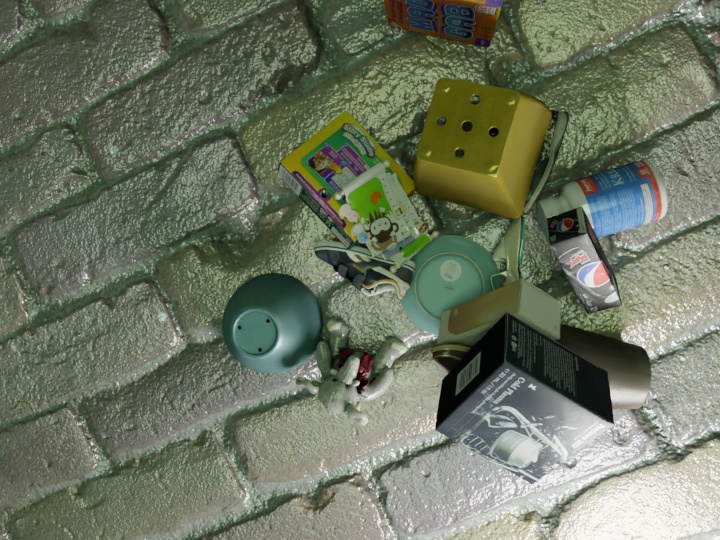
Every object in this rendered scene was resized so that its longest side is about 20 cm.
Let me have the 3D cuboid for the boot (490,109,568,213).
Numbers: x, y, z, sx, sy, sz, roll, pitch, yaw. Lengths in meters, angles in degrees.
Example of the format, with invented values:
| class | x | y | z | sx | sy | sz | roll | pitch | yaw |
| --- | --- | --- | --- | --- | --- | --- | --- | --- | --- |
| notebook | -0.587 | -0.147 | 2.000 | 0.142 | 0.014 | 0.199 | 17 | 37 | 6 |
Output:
| class | x | y | z | sx | sy | sz | roll | pitch | yaw |
| --- | --- | --- | --- | --- | --- | --- | --- | --- | --- |
| boot | 0.279 | -0.218 | 1.095 | 0.153 | 0.073 | 0.204 | 21 | 81 | 7 |

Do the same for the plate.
| class | x | y | z | sx | sy | sz | roll | pitch | yaw |
| --- | --- | --- | --- | --- | --- | --- | --- | --- | --- |
| plate | 0.171 | 0.032 | 1.152 | 0.199 | 0.026 | 0.201 | 1 | 94 | 8 |

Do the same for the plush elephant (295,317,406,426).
| class | x | y | z | sx | sy | sz | roll | pitch | yaw |
| --- | --- | --- | --- | --- | --- | --- | --- | --- | --- |
| plush elephant | -0.027 | 0.202 | 1.120 | 0.164 | 0.155 | 0.201 | 25 | 95 | 5 |

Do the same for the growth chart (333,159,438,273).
| class | x | y | z | sx | sy | sz | roll | pitch | yaw |
| --- | --- | --- | --- | --- | --- | --- | --- | --- | --- |
| growth chart | 0.046 | -0.094 | 1.077 | 0.145 | 0.018 | 0.200 | -44 | 115 | -18 |

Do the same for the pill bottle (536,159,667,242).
| class | x | y | z | sx | sy | sz | roll | pitch | yaw |
| --- | --- | --- | --- | --- | --- | --- | --- | --- | --- |
| pill bottle | 0.425 | -0.116 | 1.068 | 0.199 | 0.112 | 0.113 | -18 | 91 | 7 |

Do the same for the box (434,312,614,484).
| class | x | y | z | sx | sy | sz | roll | pitch | yaw |
| --- | --- | --- | --- | --- | --- | --- | --- | --- | --- |
| box | 0.258 | 0.209 | 0.965 | 0.196 | 0.124 | 0.200 | 29 | 127 | -7 |

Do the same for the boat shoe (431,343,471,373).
| class | x | y | z | sx | sy | sz | roll | pitch | yaw |
| --- | --- | --- | --- | --- | --- | --- | --- | --- | --- |
| boat shoe | 0.204 | 0.195 | 1.086 | 0.072 | 0.200 | 0.072 | -19 | 47 | 41 |

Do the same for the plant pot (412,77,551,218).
| class | x | y | z | sx | sy | sz | roll | pitch | yaw |
| --- | --- | --- | --- | --- | --- | --- | --- | --- | --- |
| plant pot | 0.190 | -0.217 | 0.995 | 0.199 | 0.176 | 0.201 | 17 | 93 | 19 |

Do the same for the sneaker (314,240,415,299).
| class | x | y | z | sx | sy | sz | roll | pitch | yaw |
| --- | --- | --- | --- | --- | --- | --- | --- | --- | --- |
| sneaker | 0.000 | 0.000 | 1.136 | 0.199 | 0.078 | 0.080 | 13 | 78 | 9 |

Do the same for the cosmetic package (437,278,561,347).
| class | x | y | z | sx | sy | sz | roll | pitch | yaw |
| --- | --- | --- | --- | --- | --- | --- | --- | --- | --- |
| cosmetic package | 0.240 | 0.095 | 1.051 | 0.105 | 0.200 | 0.071 | 31 | 54 | -24 |

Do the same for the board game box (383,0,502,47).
| class | x | y | z | sx | sy | sz | roll | pitch | yaw |
| --- | --- | --- | --- | --- | --- | --- | --- | --- | --- |
| board game box | 0.161 | -0.536 | 1.034 | 0.199 | 0.200 | 0.201 | 15 | 95 | 6 |

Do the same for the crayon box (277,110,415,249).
| class | x | y | z | sx | sy | sz | roll | pitch | yaw |
| --- | --- | --- | --- | --- | --- | --- | --- | --- | --- |
| crayon box | -0.024 | -0.170 | 1.116 | 0.172 | 0.058 | 0.200 | -42 | 87 | -21 |

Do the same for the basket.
| class | x | y | z | sx | sy | sz | roll | pitch | yaw |
| --- | --- | --- | --- | --- | --- | --- | --- | --- | --- |
| basket | 0.402 | 0.179 | 1.080 | 0.199 | 0.136 | 0.181 | 6 | 106 | 3 |

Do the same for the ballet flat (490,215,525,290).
| class | x | y | z | sx | sy | sz | roll | pitch | yaw |
| --- | --- | --- | --- | --- | --- | --- | --- | --- | --- |
| ballet flat | 0.276 | -0.005 | 1.118 | 0.069 | 0.069 | 0.201 | -1 | 93 | 7 |

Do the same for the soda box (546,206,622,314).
| class | x | y | z | sx | sy | sz | roll | pitch | yaw |
| --- | --- | --- | --- | --- | --- | --- | --- | --- | --- |
| soda box | 0.391 | -0.013 | 1.039 | 0.063 | 0.071 | 0.200 | -20 | 131 | 28 |

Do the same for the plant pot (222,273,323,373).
| class | x | y | z | sx | sy | sz | roll | pitch | yaw |
| --- | --- | --- | --- | --- | --- | --- | --- | --- | --- |
| plant pot | -0.182 | 0.109 | 1.146 | 0.199 | 0.135 | 0.201 | 0 | 93 | 8 |

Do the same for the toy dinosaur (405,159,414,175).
| class | x | y | z | sx | sy | sz | roll | pitch | yaw |
| --- | --- | --- | --- | --- | --- | --- | --- | --- | --- |
| toy dinosaur | 0.186 | -0.177 | 1.130 | 0.199 | 0.047 | 0.089 | -3 | 86 | 4 |
